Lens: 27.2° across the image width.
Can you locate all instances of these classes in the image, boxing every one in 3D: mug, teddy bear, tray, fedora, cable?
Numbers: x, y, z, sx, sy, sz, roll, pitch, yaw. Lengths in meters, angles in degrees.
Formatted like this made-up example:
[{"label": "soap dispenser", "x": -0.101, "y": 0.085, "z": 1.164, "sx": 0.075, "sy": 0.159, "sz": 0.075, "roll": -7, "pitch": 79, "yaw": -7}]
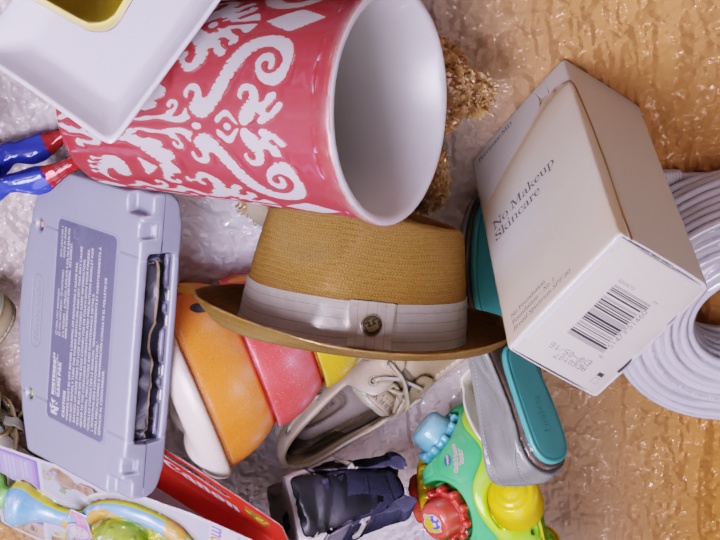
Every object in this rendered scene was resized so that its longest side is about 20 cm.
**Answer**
[{"label": "mug", "x": -0.060, "y": -0.115, "z": 0.881, "sx": 0.200, "sy": 0.178, "sz": 0.133, "roll": 5, "pitch": 145, "yaw": 30}, {"label": "teddy bear", "x": 0.001, "y": -0.082, "z": 0.972, "sx": 0.145, "sy": 0.067, "sz": 0.200, "roll": 19, "pitch": 128, "yaw": -1}, {"label": "tray", "x": -0.115, "y": -0.173, "z": 0.832, "sx": 0.200, "sy": 0.107, "sz": 0.022, "roll": -54, "pitch": 160, "yaw": -4}, {"label": "fedora", "x": 0.000, "y": 0.000, "z": 0.913, "sx": 0.200, "sy": 0.201, "sz": 0.082, "roll": 5, "pitch": 98, "yaw": -8}, {"label": "cable", "x": 0.269, "y": 0.017, "z": 1.051, "sx": 0.200, "sy": 0.069, "sz": 0.200, "roll": -8, "pitch": 127, "yaw": 2}]

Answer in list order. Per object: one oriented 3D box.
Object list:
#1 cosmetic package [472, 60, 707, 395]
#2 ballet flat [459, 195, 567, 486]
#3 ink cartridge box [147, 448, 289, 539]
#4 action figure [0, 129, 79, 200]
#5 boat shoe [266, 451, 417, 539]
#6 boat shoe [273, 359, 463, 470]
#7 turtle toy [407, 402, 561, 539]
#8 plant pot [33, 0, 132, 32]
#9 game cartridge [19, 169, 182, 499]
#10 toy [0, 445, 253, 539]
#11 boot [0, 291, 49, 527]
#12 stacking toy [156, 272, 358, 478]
[{"label": "cosmetic package", "x": 0.136, "y": -0.031, "z": 0.926, "sx": 0.073, "sy": 0.200, "sz": 0.104, "roll": 28, "pitch": 119, "yaw": -23}, {"label": "ballet flat", "x": 0.087, "y": 0.049, "z": 1.014, "sx": 0.067, "sy": 0.200, "sz": 0.064, "roll": 1, "pitch": 162, "yaw": -43}, {"label": "ink cartridge box", "x": -0.120, "y": 0.188, "z": 1.074, "sx": 0.160, "sy": 0.047, "sz": 0.200, "roll": 30, "pitch": 159, "yaw": 17}, {"label": "action figure", "x": -0.271, "y": -0.066, "z": 0.958, "sx": 0.200, "sy": 0.065, "sz": 0.099, "roll": -30, "pitch": 132, "yaw": 17}, {"label": "boat shoe", "x": -0.015, "y": 0.181, "z": 1.116, "sx": 0.093, "sy": 0.075, "sz": 0.200, "roll": -11, "pitch": 169, "yaw": -12}, {"label": "boat shoe", "x": 0.018, "y": 0.080, "z": 1.085, "sx": 0.200, "sy": 0.065, "sz": 0.072, "roll": -32, "pitch": 122, "yaw": 19}, {"label": "turtle toy", "x": 0.089, "y": 0.180, "z": 1.088, "sx": 0.101, "sy": 0.200, "sz": 0.146, "roll": -12, "pitch": 147, "yaw": 10}, {"label": "plant pot", "x": -0.159, "y": -0.277, "z": 0.739, "sx": 0.200, "sy": 0.177, "sz": 0.200, "roll": 27, "pitch": 120, "yaw": -22}, {"label": "game cartridge", "x": -0.175, "y": 0.036, "z": 0.980, "sx": 0.041, "sy": 0.133, "sz": 0.200, "roll": -7, "pitch": 108, "yaw": -48}, {"label": "toy", "x": -0.176, "y": 0.196, "z": 1.044, "sx": 0.200, "sy": 0.047, "sz": 0.115, "roll": 22, "pitch": 142, "yaw": 10}, {"label": "boot", "x": -0.264, "y": 0.104, "z": 1.082, "sx": 0.155, "sy": 0.072, "sz": 0.200, "roll": 32, "pitch": 124, "yaw": -24}, {"label": "stacking toy", "x": -0.048, "y": 0.043, "z": 1.040, "sx": 0.200, "sy": 0.146, "sz": 0.146, "roll": -24, "pitch": 127, "yaw": -10}]
